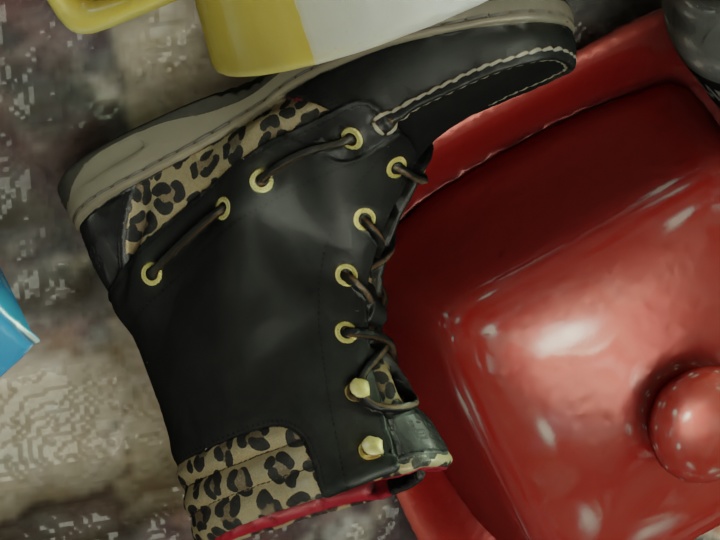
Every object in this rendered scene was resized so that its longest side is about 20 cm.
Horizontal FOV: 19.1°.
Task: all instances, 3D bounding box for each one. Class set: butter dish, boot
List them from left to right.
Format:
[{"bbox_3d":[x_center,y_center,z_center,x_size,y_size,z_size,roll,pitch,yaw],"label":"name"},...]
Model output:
[{"bbox_3d":[0.000,0.000,0.749,0.199,0.073,0.152,-21,77,13],"label":"boot"},{"bbox_3d":[0.103,0.034,0.814,0.199,0.148,0.200,-29,116,-6],"label":"butter dish"}]

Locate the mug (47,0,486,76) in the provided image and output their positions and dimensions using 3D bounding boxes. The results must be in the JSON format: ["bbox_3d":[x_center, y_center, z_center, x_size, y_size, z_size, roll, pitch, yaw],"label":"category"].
[{"bbox_3d":[-0.024,-0.156,0.710,0.186,0.149,0.154,-27,108,-14],"label":"mug"}]

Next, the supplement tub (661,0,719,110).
[{"bbox_3d":[0.189,-0.080,0.769,0.122,0.123,0.200,-44,124,1],"label":"supplement tub"}]

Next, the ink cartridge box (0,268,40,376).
[{"bbox_3d":[-0.232,-0.020,0.686,0.147,0.145,0.200,-40,117,-2],"label":"ink cartridge box"}]
